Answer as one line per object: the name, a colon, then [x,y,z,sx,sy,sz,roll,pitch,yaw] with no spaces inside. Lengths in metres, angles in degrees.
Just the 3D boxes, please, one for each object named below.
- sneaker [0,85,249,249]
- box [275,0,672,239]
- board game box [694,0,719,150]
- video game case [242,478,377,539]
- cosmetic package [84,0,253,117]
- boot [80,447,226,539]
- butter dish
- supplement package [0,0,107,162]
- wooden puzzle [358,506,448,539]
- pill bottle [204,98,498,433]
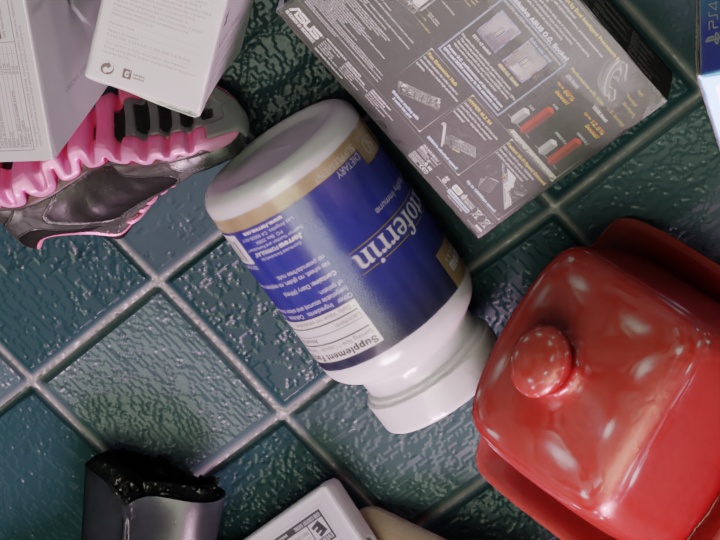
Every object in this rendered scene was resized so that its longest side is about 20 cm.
sneaker: [-0.158,-0.063,1.702,0.200,0.079,0.095,-13,135,18]
box: [0.071,-0.142,1.617,0.158,0.050,0.200,-37,104,24]
board game box: [0.313,-0.105,1.536,0.200,0.097,0.160,-11,130,17]
video game case: [-0.037,0.267,1.813,0.200,0.023,0.182,-37,83,32]
cosmetic package: [-0.099,-0.212,1.584,0.081,0.113,0.200,19,120,2]
boot: [-0.185,0.206,1.831,0.200,0.076,0.169,10,103,28]
butter dish: [0.146,0.070,1.589,0.148,0.200,0.200,24,98,-48]
supplement package: [-0.275,-0.162,1.620,0.200,0.152,0.151,-2,115,13]
wooden puzzle: [0.064,0.278,1.800,0.185,0.046,0.200,23,119,28]
pill bottle: [0.000,0.000,1.665,0.116,0.116,0.200,-29,108,23]
